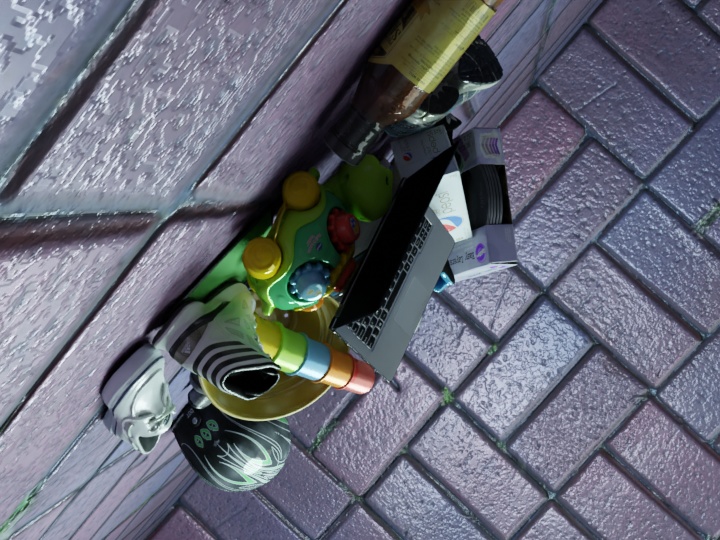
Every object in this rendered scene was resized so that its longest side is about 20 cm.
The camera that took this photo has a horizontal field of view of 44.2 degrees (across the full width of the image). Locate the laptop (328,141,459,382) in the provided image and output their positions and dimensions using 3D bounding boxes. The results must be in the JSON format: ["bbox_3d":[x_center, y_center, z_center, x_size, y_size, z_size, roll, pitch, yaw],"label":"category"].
[{"bbox_3d":[0.061,0.001,0.911,0.200,0.115,0.189,46,64,-44],"label":"laptop"}]

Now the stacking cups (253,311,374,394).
[{"bbox_3d":[-0.067,0.110,1.077,0.060,0.199,0.061,-28,-132,36],"label":"stacking cups"}]

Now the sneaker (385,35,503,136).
[{"bbox_3d":[0.090,-0.217,1.040,0.200,0.078,0.086,-36,-179,-41],"label":"sneaker"}]

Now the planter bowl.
[{"bbox_3d":[-0.118,0.084,1.124,0.201,0.200,0.084,-49,-143,7],"label":"planter bowl"}]

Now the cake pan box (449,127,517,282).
[{"bbox_3d":[0.139,-0.083,1.228,0.052,0.187,0.200,-5,174,-25],"label":"cake pan box"}]

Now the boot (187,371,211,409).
[{"bbox_3d":[-0.213,0.164,1.308,0.132,0.070,0.200,-45,174,24],"label":"boot"}]

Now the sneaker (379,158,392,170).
[{"bbox_3d":[0.031,-0.101,1.255,0.079,0.089,0.200,-51,176,25],"label":"sneaker"}]

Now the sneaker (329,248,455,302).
[{"bbox_3d":[0.043,0.005,1.020,0.199,0.083,0.073,-23,174,-45],"label":"sneaker"}]

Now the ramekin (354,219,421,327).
[{"bbox_3d":[0.000,0.000,1.172,0.095,0.201,0.203,-62,-176,-31],"label":"ramekin"}]

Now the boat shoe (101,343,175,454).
[{"bbox_3d":[-0.219,0.137,0.917,0.074,0.067,0.200,-47,176,-27],"label":"boat shoe"}]

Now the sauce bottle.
[{"bbox_3d":[0.042,-0.181,0.778,0.200,0.066,0.066,-49,176,16],"label":"sauce bottle"}]

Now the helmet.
[{"bbox_3d":[-0.218,0.294,1.568,0.200,0.190,0.200,-48,176,-5],"label":"helmet"}]

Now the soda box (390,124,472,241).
[{"bbox_3d":[0.090,-0.095,1.085,0.067,0.064,0.200,-17,157,5],"label":"soda box"}]

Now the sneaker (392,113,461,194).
[{"bbox_3d":[0.089,-0.124,1.184,0.071,0.079,0.202,-44,147,-44],"label":"sneaker"}]

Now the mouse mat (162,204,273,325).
[{"bbox_3d":[-0.149,0.013,0.959,0.161,0.008,0.200,-48,177,-15],"label":"mouse mat"}]

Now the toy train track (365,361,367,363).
[{"bbox_3d":[-0.006,0.039,1.106,0.032,0.115,0.201,-30,131,-12],"label":"toy train track"}]

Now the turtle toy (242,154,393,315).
[{"bbox_3d":[-0.042,-0.038,0.913,0.201,0.100,0.146,-60,179,-11],"label":"turtle toy"}]

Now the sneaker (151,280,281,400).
[{"bbox_3d":[-0.130,0.081,0.923,0.076,0.115,0.200,-50,176,14],"label":"sneaker"}]
